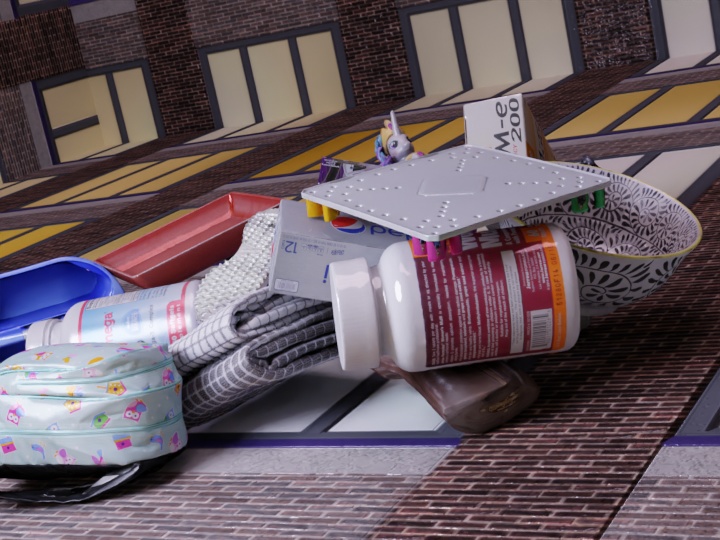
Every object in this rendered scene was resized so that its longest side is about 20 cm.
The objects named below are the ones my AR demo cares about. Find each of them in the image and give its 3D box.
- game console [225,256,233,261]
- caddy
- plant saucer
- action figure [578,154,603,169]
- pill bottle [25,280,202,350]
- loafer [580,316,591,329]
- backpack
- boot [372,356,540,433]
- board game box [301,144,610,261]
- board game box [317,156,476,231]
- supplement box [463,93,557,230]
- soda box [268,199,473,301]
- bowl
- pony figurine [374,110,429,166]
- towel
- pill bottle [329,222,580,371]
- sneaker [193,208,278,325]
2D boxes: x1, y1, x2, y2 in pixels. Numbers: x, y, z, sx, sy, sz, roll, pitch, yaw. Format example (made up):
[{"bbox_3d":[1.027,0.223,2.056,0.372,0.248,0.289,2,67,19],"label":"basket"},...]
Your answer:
[{"bbox_3d":[-0.076,-0.012,1.638,0.174,0.118,0.200,-24,16,-11],"label":"game console"},{"bbox_3d":[-0.368,0.062,1.566,0.198,0.143,0.105,-17,11,-16],"label":"caddy"},{"bbox_3d":[-0.196,-0.031,1.576,0.198,0.037,0.199,-27,16,-20],"label":"plant saucer"},{"bbox_3d":[0.209,-0.019,1.449,0.200,0.102,0.119,-49,44,8],"label":"action figure"},{"bbox_3d":[-0.251,0.079,1.452,0.197,0.110,0.109,-11,13,8],"label":"pill bottle"},{"bbox_3d":[0.158,0.014,1.377,0.069,0.071,0.199,-22,36,-34],"label":"loafer"},{"bbox_3d":[-0.254,0.128,1.215,0.198,0.128,0.167,-4,12,22],"label":"backpack"},{"bbox_3d":[0.116,0.082,1.212,0.184,0.065,0.200,-17,17,-22],"label":"boot"},{"bbox_3d":[0.081,-0.063,1.175,0.198,0.026,0.199,-17,23,-31],"label":"board game box"},{"bbox_3d":[0.041,-0.061,1.609,0.197,0.122,0.032,9,-2,6],"label":"board game box"},{"bbox_3d":[0.182,-0.102,1.567,0.073,0.128,0.200,-9,-21,18],"label":"supplement box"},{"bbox_3d":[0.018,-0.008,1.226,0.197,0.064,0.069,9,28,-8],"label":"soda box"},{"bbox_3d":[0.211,-0.019,1.271,0.198,0.095,0.201,9,26,-4],"label":"bowl"},{"bbox_3d":[0.085,-0.089,1.735,0.165,0.195,0.200,-20,34,-19],"label":"pony figurine"},{"bbox_3d":[-0.086,0.074,1.293,0.199,0.086,0.165,-19,-10,-44],"label":"towel"},{"bbox_3d":[0.077,0.026,1.134,0.197,0.111,0.110,-7,13,-4],"label":"pill bottle"},{"bbox_3d":[-0.108,0.025,1.444,0.069,0.101,0.201,4,35,22],"label":"sneaker"}]
